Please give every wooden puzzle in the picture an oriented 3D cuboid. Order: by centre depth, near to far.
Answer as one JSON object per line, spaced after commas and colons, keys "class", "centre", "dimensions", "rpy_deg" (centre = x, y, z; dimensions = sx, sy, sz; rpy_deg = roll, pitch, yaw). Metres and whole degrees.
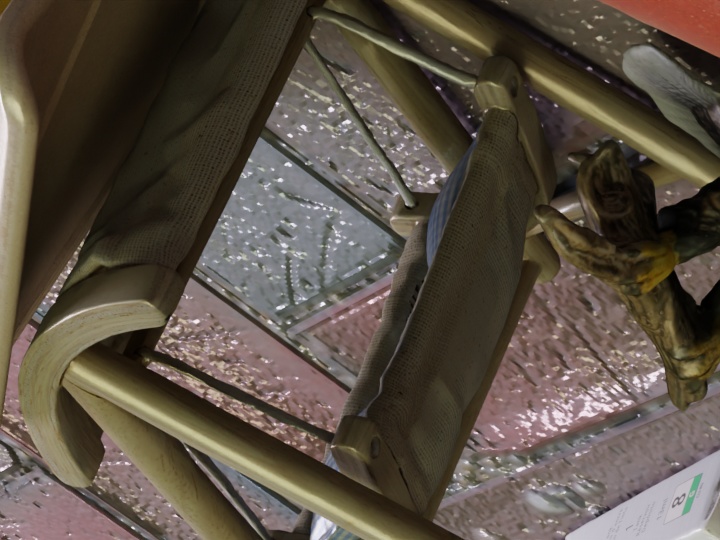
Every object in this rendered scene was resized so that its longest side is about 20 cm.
{"class": "wooden puzzle", "centre": [-0.082, -0.072, 0.911], "dimensions": [0.037, 0.200, 0.185], "rpy_deg": [22, 144, 4]}

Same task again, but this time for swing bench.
{"class": "swing bench", "centre": [0.000, 0.000, 0.970], "dimensions": [0.200, 0.199, 0.130], "rpy_deg": [40, 145, -22]}

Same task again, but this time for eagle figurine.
{"class": "eagle figurine", "centre": [0.170, -0.022, 0.897], "dimensions": [0.200, 0.152, 0.151], "rpy_deg": [-23, 96, 14]}

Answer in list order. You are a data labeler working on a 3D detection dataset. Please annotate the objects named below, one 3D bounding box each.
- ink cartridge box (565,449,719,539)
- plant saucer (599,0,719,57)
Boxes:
{"class": "ink cartridge box", "centre": [0.157, 0.159, 1.240], "dimensions": [0.161, 0.050, 0.200], "rpy_deg": [34, 145, -13]}
{"class": "plant saucer", "centre": [0.092, -0.156, 0.709], "dimensions": [0.199, 0.200, 0.037], "rpy_deg": [25, -168, 1]}
